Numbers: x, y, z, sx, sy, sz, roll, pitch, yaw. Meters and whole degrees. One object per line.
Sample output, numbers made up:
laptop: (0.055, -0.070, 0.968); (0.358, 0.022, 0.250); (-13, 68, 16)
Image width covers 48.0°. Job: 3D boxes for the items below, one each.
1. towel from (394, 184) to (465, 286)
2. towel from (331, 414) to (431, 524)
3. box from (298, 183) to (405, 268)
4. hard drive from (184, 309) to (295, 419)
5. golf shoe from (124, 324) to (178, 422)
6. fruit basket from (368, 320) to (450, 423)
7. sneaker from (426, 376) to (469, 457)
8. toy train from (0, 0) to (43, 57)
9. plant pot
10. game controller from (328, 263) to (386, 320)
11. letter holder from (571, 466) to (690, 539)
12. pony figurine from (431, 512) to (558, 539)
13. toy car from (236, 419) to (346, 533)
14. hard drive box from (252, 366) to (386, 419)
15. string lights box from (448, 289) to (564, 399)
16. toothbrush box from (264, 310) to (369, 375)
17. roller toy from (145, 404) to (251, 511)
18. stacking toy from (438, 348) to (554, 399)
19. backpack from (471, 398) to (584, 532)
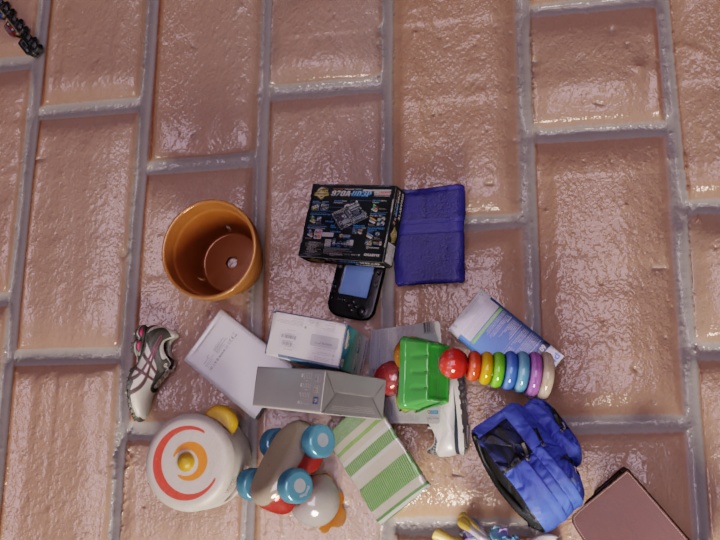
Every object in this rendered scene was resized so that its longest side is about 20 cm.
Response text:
towel: (0.140, -0.068, 1.616); (0.147, 0.050, 0.201); (-3, 78, 19)
towel: (0.030, 0.358, 1.527); (0.153, 0.023, 0.200); (-46, 69, 30)
box: (-0.019, -0.092, 1.626); (0.199, 0.046, 0.160); (4, 77, 28)
hard drive: (-0.248, 0.190, 1.653); (0.200, 0.026, 0.132); (36, 88, 17)
golf shoe: (-0.431, 0.212, 1.666); (0.087, 0.077, 0.201); (3, 79, 6)
fruit basket: (0.085, 0.197, 1.531); (0.200, 0.093, 0.187); (-17, 67, 54)
sneaker: (0.159, 0.250, 1.531); (0.080, 0.076, 0.201); (-6, 75, 21)
toy train: (-0.831, -0.585, 1.946); (0.046, 0.034, 0.200); (-44, 73, 13)
plant pot: (-0.285, -0.028, 1.649); (0.199, 0.140, 0.202); (-3, 77, 12)
game controller: (0.000, 0.000, 1.632); (0.104, 0.042, 0.201); (11, 80, 14)
letter holder: (0.475, 0.466, 1.399); (0.142, 0.101, 0.200); (-41, 73, 3)
pony figurine: (0.246, 0.505, 1.411); (0.199, 0.193, 0.167); (24, 81, 35)
toy car: (-0.095, 0.404, 1.529); (0.200, 0.184, 0.177); (44, 56, -22)
hard drive box: (-0.078, 0.227, 1.498); (0.199, 0.155, 0.077); (-5, 75, 45)
string lights box: (0.276, 0.140, 1.532); (0.200, 0.059, 0.103); (40, 89, 17)
toothbrush box: (-0.078, 0.142, 1.536); (0.145, 0.200, 0.086); (10, 81, 13)
roller toy: (-0.313, 0.370, 1.570); (0.199, 0.140, 0.184); (-19, 75, 7)
stacking toy: (0.238, 0.173, 1.436); (0.199, 0.085, 0.086); (9, 80, -1)
backpack: (0.308, 0.339, 1.410); (0.167, 0.163, 0.200); (-35, 60, 4)
